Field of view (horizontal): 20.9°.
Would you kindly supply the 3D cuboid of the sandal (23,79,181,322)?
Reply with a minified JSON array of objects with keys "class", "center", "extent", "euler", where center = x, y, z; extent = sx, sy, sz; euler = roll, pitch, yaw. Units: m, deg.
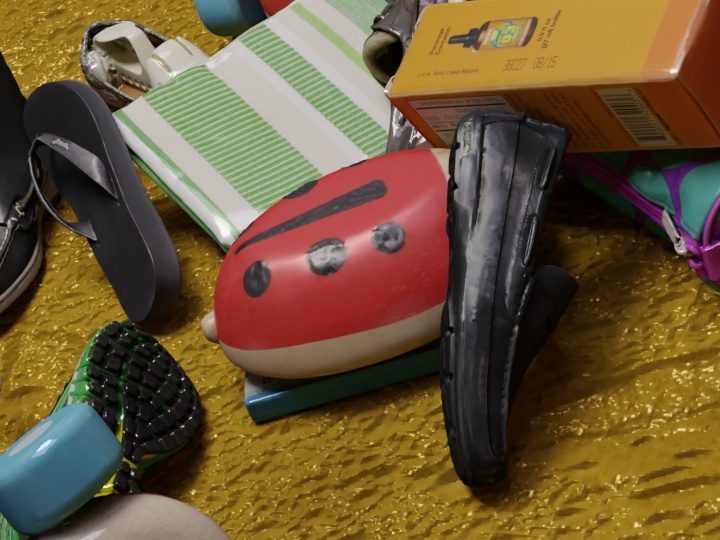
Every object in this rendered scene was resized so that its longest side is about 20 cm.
[{"class":"sandal","center":[-0.171,-0.051,1.222],"extent":[0.043,0.076,0.200],"euler":[-7,44,-33]}]

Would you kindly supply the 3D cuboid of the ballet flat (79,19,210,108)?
[{"class":"ballet flat","center":[-0.137,-0.133,1.356],"extent":[0.072,0.072,0.200],"euler":[-39,39,-21]}]

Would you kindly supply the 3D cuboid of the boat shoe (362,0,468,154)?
[{"class":"boat shoe","center":[0.034,-0.138,1.199],"extent":[0.065,0.073,0.200],"euler":[-1,52,-8]}]

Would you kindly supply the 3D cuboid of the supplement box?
[{"class":"supplement box","center":[0.112,-0.107,1.055],"extent":[0.200,0.069,0.067],"euler":[3,59,42]}]

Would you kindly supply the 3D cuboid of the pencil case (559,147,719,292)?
[{"class":"pencil case","center":[0.166,-0.061,1.086],"extent":[0.092,0.085,0.200],"euler":[-24,34,-20]}]

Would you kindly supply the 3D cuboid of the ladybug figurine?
[{"class":"ladybug figurine","center":[0.001,-0.010,1.092],"extent":[0.200,0.072,0.136],"euler":[-25,37,-2]}]

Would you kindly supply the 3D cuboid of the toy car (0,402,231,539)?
[{"class":"toy car","center":[-0.153,0.181,0.926],"extent":[0.177,0.185,0.200],"euler":[-40,11,-22]}]

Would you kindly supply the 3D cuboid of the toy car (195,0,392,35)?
[{"class":"toy car","center":[-0.033,-0.285,1.366],"extent":[0.184,0.200,0.177],"euler":[-1,41,27]}]

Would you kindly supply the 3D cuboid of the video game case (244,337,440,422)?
[{"class":"video game case","center":[0.000,0.000,1.157],"extent":[0.143,0.018,0.200],"euler":[-16,37,9]}]

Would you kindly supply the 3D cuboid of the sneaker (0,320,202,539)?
[{"class":"sneaker","center":[-0.154,0.100,1.066],"extent":[0.085,0.078,0.200],"euler":[-36,13,34]}]

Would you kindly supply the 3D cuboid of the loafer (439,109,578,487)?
[{"class":"loafer","center":[0.078,0.013,1.009],"extent":[0.070,0.068,0.201],"euler":[4,73,-1]}]

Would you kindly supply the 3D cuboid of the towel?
[{"class":"towel","center":[-0.042,-0.102,1.243],"extent":[0.200,0.023,0.153],"euler":[-34,56,-19]}]

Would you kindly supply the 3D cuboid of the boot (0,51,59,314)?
[{"class":"boot","center":[-0.262,-0.074,1.275],"extent":[0.073,0.154,0.204],"euler":[-10,37,17]}]
